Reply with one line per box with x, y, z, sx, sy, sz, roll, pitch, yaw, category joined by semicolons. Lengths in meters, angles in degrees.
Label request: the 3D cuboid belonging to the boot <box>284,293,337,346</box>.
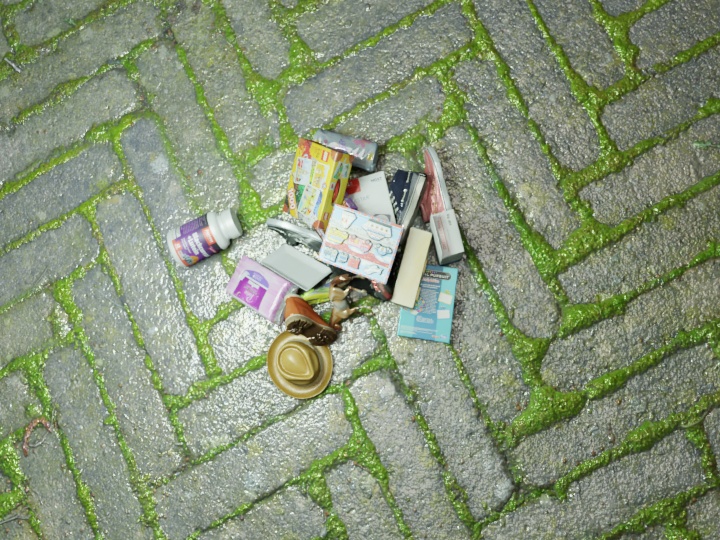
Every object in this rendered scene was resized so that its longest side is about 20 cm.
-0.134;0.132;1.683;0.074;0.199;0.109;-34;49;17;boot

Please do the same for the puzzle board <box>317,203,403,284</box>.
-0.001;-0.070;1.608;0.194;0.017;0.155;19;93;11;puzzle board

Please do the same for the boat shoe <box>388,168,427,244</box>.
0.110;-0.178;1.690;0.090;0.075;0.205;18;80;14;boat shoe

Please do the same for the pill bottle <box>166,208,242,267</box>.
-0.441;-0.098;1.773;0.195;0.111;0.114;-25;81;3;pill bottle

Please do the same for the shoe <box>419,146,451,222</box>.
0.189;-0.240;1.742;0.088;0.071;0.207;-15;85;1;shoe

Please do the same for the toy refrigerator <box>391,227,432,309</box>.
0.142;-0.003;1.670;0.068;0.076;0.206;15;85;8;toy refrigerator

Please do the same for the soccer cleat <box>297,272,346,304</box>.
-0.127;0.071;1.745;0.196;0.065;0.084;-29;121;13;soccer cleat

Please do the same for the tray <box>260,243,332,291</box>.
-0.179;-0.006;1.726;0.197;0.023;0.107;28;51;33;tray

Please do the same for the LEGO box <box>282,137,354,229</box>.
-0.115;-0.232;1.662;0.147;0.076;0.206;26;107;35;LEGO box

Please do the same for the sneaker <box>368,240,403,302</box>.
0.068;-0.023;1.634;0.096;0.070;0.207;-17;72;31;sneaker

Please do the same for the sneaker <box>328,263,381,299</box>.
0.000;0.000;1.715;0.197;0.089;0.076;31;128;-13;sneaker

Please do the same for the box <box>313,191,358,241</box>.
-0.105;-0.193;1.730;0.202;0.039;0.138;53;122;25;box

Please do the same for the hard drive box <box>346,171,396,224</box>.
0.019;-0.154;1.748;0.151;0.077;0.207;-15;82;4;hard drive box

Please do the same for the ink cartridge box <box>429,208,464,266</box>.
0.229;-0.088;1.654;0.066;0.200;0.120;-15;82;4;ink cartridge box

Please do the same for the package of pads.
-0.273;0.055;1.726;0.197;0.075;0.123;27;86;31;package of pads

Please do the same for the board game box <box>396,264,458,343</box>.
0.186;0.089;1.715;0.146;0.047;0.207;7;84;8;board game box

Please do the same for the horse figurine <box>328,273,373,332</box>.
-0.040;0.081;1.696;0.128;0.204;0.051;-8;38;9;horse figurine

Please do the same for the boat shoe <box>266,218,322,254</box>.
-0.182;-0.095;1.768;0.194;0.069;0.058;19;86;6;boat shoe

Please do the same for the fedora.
-0.173;0.257;1.716;0.193;0.082;0.208;-1;84;6;fedora

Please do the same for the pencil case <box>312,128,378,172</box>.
-0.043;-0.341;1.769;0.193;0.085;0.092;13;47;6;pencil case
